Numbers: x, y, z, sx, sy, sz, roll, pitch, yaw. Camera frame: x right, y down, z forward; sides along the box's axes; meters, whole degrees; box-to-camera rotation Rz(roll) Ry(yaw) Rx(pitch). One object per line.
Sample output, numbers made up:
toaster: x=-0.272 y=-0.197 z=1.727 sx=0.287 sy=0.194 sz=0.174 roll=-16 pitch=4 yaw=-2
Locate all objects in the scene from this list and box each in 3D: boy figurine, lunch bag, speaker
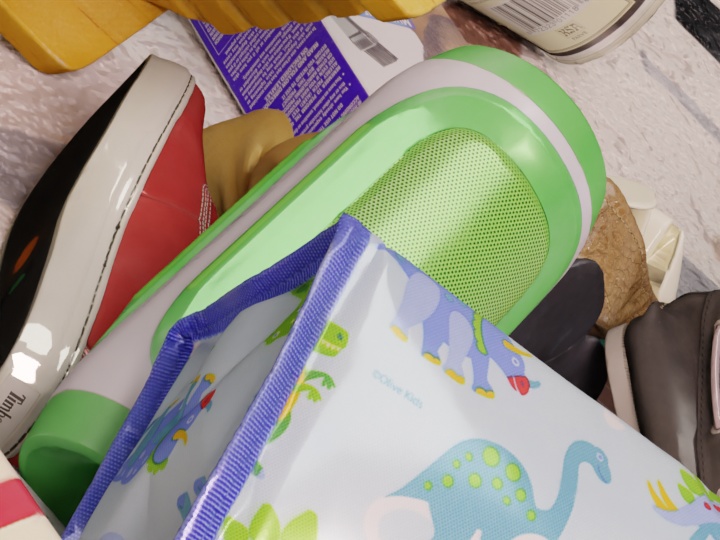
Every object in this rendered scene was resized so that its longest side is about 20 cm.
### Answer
boy figurine: x=0.000 y=0.000 z=0.892 sx=0.064 sy=0.125 sz=0.200 roll=-30 pitch=39 yaw=-28
lunch bag: x=-0.002 y=0.122 z=0.594 sx=0.170 sy=0.127 sz=0.201 roll=34 pitch=58 yaw=-15
speaker: x=-0.010 y=0.015 z=0.736 sx=0.088 sy=0.088 sz=0.200 roll=43 pitch=58 yaw=4

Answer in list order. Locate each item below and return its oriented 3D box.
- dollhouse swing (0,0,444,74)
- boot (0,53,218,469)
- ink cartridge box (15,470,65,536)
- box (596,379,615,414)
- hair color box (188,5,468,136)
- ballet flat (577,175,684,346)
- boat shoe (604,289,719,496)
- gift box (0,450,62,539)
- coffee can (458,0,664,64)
dollhouse swing: x=-0.090 y=-0.093 z=0.849 sx=0.182 sy=0.199 sz=0.176 roll=47 pitch=55 yaw=-34
boot: x=-0.051 y=0.021 z=0.833 sx=0.144 sy=0.072 sz=0.200 roll=33 pitch=36 yaw=-17
ink cartridge box: x=-0.086 y=0.157 z=0.606 sx=0.200 sy=0.041 sz=0.199 roll=46 pitch=27 yaw=8
box: x=0.077 y=0.119 z=0.847 sx=0.100 sy=0.075 sz=0.200 roll=40 pitch=28 yaw=-4
hair color box: x=0.006 y=-0.074 z=1.056 sx=0.109 sy=0.065 sz=0.200 roll=9 pitch=42 yaw=-48
ballet flat: x=0.097 y=0.000 z=0.970 sx=0.068 sy=0.073 sz=0.200 roll=28 pitch=-3 yaw=18
boat shoe: x=0.129 y=0.093 z=0.788 sx=0.067 sy=0.057 sz=0.201 roll=32 pitch=39 yaw=-50
gift box: x=-0.134 y=0.089 z=0.426 sx=0.200 sy=0.187 sz=0.185 roll=-28 pitch=69 yaw=-39
coffee can: x=0.062 y=-0.215 z=1.249 sx=0.199 sy=0.146 sz=0.147 roll=27 pitch=30 yaw=-27
